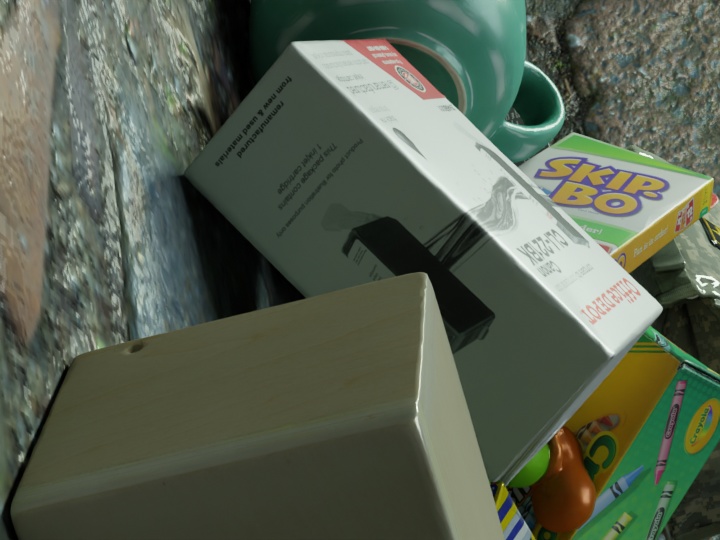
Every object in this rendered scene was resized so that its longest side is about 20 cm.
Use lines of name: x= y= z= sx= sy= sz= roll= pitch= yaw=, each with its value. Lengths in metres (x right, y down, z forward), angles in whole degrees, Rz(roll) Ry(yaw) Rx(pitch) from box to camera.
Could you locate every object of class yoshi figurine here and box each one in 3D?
yoshi figurine: x=0.021 y=0.097 z=0.902 sx=0.199 sy=0.113 sz=0.112 roll=26 pitch=8 yaw=-42

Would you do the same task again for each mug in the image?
mug: x=0.030 y=-0.124 z=1.036 sx=0.115 sy=0.183 sz=0.153 roll=-87 pitch=-177 yaw=-47

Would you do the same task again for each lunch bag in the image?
lunch bag: x=0.204 y=0.037 z=1.182 sx=0.165 sy=0.117 sz=0.201 roll=-101 pitch=173 yaw=-54

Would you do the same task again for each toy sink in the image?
toy sink: x=-0.014 y=0.121 z=0.637 sx=0.112 sy=0.129 sz=0.202 roll=-81 pitch=155 yaw=-66

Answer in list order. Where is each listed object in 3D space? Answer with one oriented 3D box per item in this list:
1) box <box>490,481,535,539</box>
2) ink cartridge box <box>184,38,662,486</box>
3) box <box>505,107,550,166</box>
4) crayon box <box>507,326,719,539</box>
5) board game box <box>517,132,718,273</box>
box: x=0.021 y=0.181 z=0.759 sx=0.070 sy=0.064 sz=0.201 roll=59 pitch=34 yaw=-27
ink cartridge box: x=0.035 y=-0.011 z=0.888 sx=0.200 sy=0.084 sz=0.144 roll=45 pitch=18 yaw=8
box: x=0.112 y=0.003 z=1.179 sx=0.201 sy=0.049 sz=0.158 roll=-100 pitch=175 yaw=-47
crayon box: x=0.101 y=0.114 z=1.011 sx=0.058 sy=0.201 sz=0.119 roll=25 pitch=9 yaw=-37
board game box: x=0.116 y=-0.028 z=1.047 sx=0.200 sy=0.095 sz=0.030 roll=-29 pitch=133 yaw=-49
